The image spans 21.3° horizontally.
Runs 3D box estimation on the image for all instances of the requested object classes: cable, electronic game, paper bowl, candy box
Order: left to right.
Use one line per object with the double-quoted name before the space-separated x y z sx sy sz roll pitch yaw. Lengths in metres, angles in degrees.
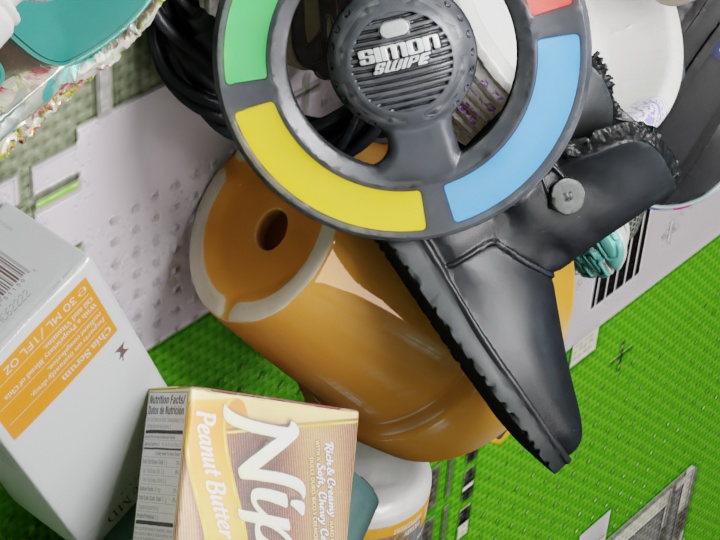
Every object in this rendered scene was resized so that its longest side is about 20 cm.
"candy box" -0.070 0.171 1.093 0.115 0.055 0.200 11 80 -34
"cable" -0.039 -0.142 1.044 0.163 0.051 0.200 -1 120 -11
"electronic game" 0.022 -0.112 1.005 0.042 0.200 0.200 -86 -163 -73
"paper bowl" 0.098 -0.153 1.200 0.201 0.201 0.104 -25 176 -44

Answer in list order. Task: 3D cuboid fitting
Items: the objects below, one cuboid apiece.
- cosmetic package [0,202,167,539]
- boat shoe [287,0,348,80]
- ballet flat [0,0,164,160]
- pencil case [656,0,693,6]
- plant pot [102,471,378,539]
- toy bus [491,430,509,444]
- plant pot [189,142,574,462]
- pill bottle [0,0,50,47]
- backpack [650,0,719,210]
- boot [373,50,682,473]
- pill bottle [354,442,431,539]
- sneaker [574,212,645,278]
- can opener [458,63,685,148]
"cosmetic package" -0.176 0.066 1.082 0.101 0.071 0.200 -49 149 -18
"boat shoe" -0.003 -0.197 1.101 0.074 0.073 0.200 -34 142 -37
"ballet flat" -0.176 -0.100 0.955 0.200 0.076 0.064 -42 177 -19
"pencil case" 0.146 -0.240 1.148 0.200 0.078 0.089 32 130 -24
"plant pot" -0.097 0.192 1.210 0.196 0.200 0.200 -60 151 -14
"toy bus" 0.070 0.048 1.340 0.078 0.200 0.065 29 102 -22
"plant pot" 0.000 0.000 1.189 0.183 0.200 0.200 25 95 -44
"pill bottle" -0.148 -0.192 0.849 0.200 0.114 0.114 -54 150 -9
"backpack" 0.223 -0.149 1.378 0.200 0.177 0.151 -57 179 10
"boot" 0.118 -0.006 1.092 0.168 0.076 0.200 -35 103 -4
"pill bottle" -0.016 0.214 1.408 0.116 0.116 0.200 -29 139 -41
"sneaker" 0.134 -0.045 1.310 0.091 0.200 0.078 -49 116 -21
"can opener" 0.127 -0.102 1.311 0.200 0.067 0.053 -27 136 19
